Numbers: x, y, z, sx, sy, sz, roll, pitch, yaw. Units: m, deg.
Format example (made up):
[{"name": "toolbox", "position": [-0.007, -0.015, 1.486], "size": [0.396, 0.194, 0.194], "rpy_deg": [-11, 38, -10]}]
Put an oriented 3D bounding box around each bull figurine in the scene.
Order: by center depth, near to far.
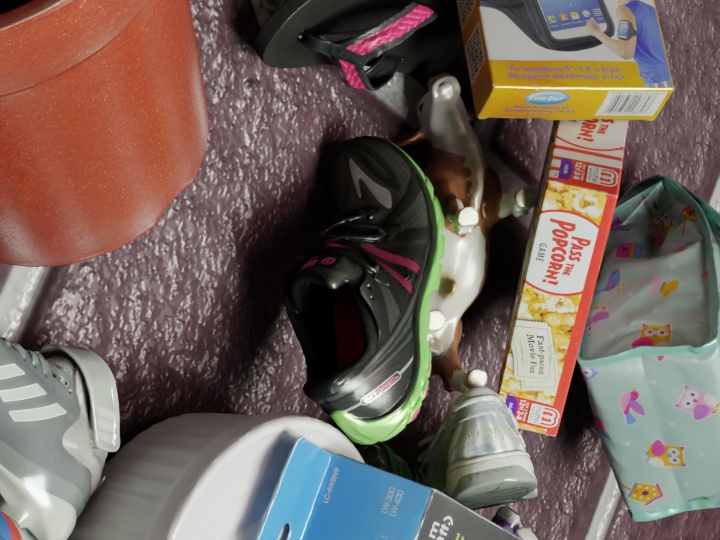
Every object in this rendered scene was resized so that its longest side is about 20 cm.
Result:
[{"name": "bull figurine", "position": [0.056, -0.020, 1.233], "size": [0.064, 0.121, 0.202], "rpy_deg": [8, 100, -18]}]

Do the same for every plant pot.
[{"name": "plant pot", "position": [-0.157, -0.115, 0.889], "size": [0.201, 0.199, 0.196], "rpy_deg": [-55, 154, -25]}]

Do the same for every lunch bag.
[{"name": "lunch bag", "position": [0.227, 0.051, 1.418], "size": [0.201, 0.121, 0.171], "rpy_deg": [-78, 153, -50]}]

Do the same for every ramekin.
[{"name": "ramekin", "position": [-0.083, 0.173, 1.119], "size": [0.202, 0.094, 0.205], "rpy_deg": [-18, 114, -48]}]

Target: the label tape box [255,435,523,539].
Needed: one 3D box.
[{"name": "label tape box", "position": [0.013, 0.195, 1.118], "size": [0.200, 0.066, 0.144], "rpy_deg": [36, 72, -51]}]

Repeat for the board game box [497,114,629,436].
[{"name": "board game box", "position": [0.131, -0.019, 1.264], "size": [0.152, 0.046, 0.201], "rpy_deg": [-73, 174, -49]}]

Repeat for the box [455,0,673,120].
[{"name": "box", "position": [0.117, -0.188, 1.217], "size": [0.118, 0.042, 0.202], "rpy_deg": [-1, 65, -15]}]

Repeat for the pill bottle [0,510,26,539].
[{"name": "pill bottle", "position": [-0.252, 0.119, 0.903], "size": [0.200, 0.112, 0.113], "rpy_deg": [45, 65, -44]}]

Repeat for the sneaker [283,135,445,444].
[{"name": "sneaker", "position": [0.000, 0.000, 1.154], "size": [0.084, 0.076, 0.202], "rpy_deg": [31, 46, -41]}]

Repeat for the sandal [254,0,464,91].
[{"name": "sandal", "position": [0.017, -0.139, 1.184], "size": [0.199, 0.045, 0.075], "rpy_deg": [-3, 143, -51]}]

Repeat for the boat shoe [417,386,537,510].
[{"name": "boat shoe", "position": [0.074, 0.120, 1.257], "size": [0.202, 0.074, 0.065], "rpy_deg": [83, -4, -79]}]

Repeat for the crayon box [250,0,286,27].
[{"name": "crayon box", "position": [-0.032, -0.255, 1.121], "size": [0.126, 0.051, 0.201], "rpy_deg": [-42, 128, -35]}]

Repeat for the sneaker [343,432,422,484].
[{"name": "sneaker", "position": [-0.001, 0.210, 1.240], "size": [0.085, 0.078, 0.202], "rpy_deg": [24, 79, -49]}]

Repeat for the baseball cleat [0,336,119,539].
[{"name": "baseball cleat", "position": [-0.186, 0.055, 1.011], "size": [0.107, 0.069, 0.201], "rpy_deg": [-53, 143, -35]}]

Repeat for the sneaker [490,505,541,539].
[{"name": "sneaker", "position": [0.076, 0.240, 1.293], "size": [0.083, 0.081, 0.201], "rpy_deg": [-20, 142, -35]}]
